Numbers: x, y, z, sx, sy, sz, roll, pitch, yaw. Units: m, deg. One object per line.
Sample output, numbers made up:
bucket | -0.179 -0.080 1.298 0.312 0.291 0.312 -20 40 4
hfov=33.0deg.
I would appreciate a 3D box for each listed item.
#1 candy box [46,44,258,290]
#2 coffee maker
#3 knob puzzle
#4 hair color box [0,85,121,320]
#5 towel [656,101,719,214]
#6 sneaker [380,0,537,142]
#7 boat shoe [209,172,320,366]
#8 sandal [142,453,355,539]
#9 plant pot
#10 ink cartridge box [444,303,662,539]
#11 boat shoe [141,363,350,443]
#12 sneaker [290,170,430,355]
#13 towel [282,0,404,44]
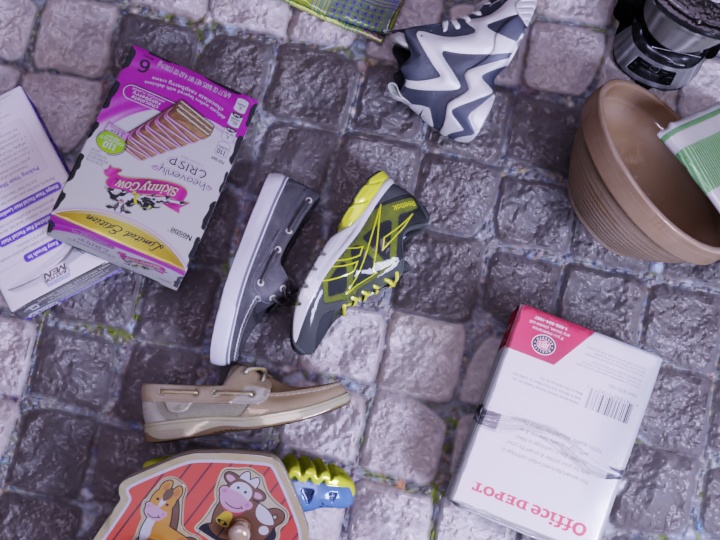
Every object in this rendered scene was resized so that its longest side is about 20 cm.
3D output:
candy box | -0.197 -0.100 1.167 0.136 0.061 0.200 23 66 -9
coffee maker | 0.339 -0.283 1.179 0.192 0.200 0.135 -43 88 -4
knob puzzle | -0.135 0.248 1.103 0.219 0.030 0.220 0 106 0
hair color box | -0.330 -0.065 1.191 0.109 0.065 0.200 -28 81 -7
towel | 0.378 -0.070 1.189 0.153 0.023 0.200 -24 79 -51
sneaker | 0.092 -0.241 1.225 0.130 0.079 0.199 24 90 -6
boat shoe | -0.089 0.004 1.188 0.066 0.070 0.200 18 72 3
sandal | -0.104 0.218 1.147 0.200 0.079 0.087 -1 88 5
plant pot | 0.268 -0.079 1.177 0.093 0.201 0.201 -40 81 37
ink cartridge box | 0.180 0.153 1.157 0.145 0.083 0.200 21 81 2
boat shoe | -0.111 0.120 1.162 0.200 0.072 0.065 -8 83 2
sneaker | 0.000 0.000 1.183 0.085 0.074 0.200 29 80 3
towel | 0.001 -0.351 1.272 0.144 0.023 0.200 23 80 2
